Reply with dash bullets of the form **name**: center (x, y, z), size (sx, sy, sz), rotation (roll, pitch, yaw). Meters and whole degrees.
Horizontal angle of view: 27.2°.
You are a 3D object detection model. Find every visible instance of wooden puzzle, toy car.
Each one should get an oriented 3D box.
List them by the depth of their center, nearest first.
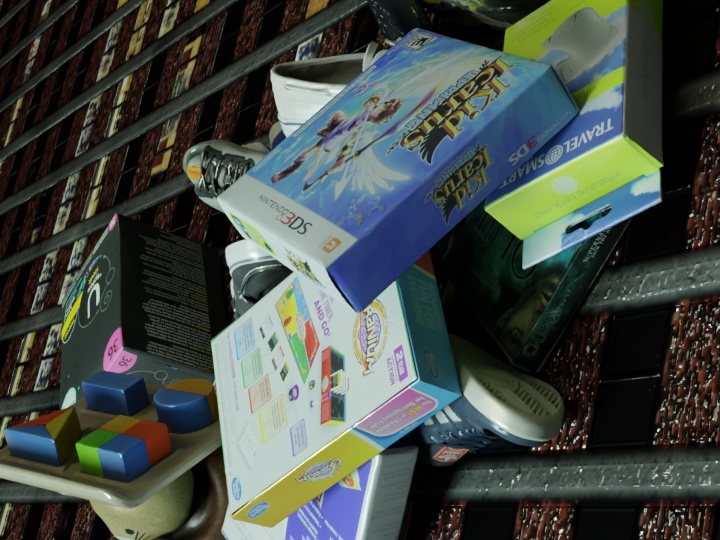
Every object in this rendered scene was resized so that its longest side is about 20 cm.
- **wooden puzzle**: center (-0.201, 0.129, 1.251), size (0.184, 0.200, 0.047), rotation (5, 111, 36)
- **toy car**: center (-0.185, 0.211, 1.284), size (0.164, 0.199, 0.159), rotation (-3, 69, 62)

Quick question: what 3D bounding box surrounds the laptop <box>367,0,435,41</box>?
- **laptop**: center (0.013, -0.154, 1.274), size (0.103, 0.201, 0.177), rotation (-31, 30, -5)

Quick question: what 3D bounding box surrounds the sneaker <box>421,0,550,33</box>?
- **sneaker**: center (0.101, -0.243, 1.203), size (0.200, 0.074, 0.085), rotation (27, 95, 64)

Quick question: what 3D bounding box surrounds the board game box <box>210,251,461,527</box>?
- **board game box**: center (-0.024, 0.067, 1.043), size (0.200, 0.040, 0.154), rotation (-38, 46, 34)

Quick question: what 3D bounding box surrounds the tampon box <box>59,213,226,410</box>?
- **tampon box**: center (-0.227, 0.073, 1.544), size (0.150, 0.126, 0.201), rotation (-53, 31, 32)

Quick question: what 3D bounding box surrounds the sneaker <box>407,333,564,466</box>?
- **sneaker**: center (0.074, 0.102, 1.024), size (0.200, 0.075, 0.085), rotation (-147, 72, -69)

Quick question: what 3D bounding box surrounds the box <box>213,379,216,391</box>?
- **box**: center (-0.073, 0.093, 1.340), size (0.200, 0.035, 0.111), rotation (16, 86, 64)

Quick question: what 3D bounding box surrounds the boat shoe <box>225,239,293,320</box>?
- **boat shoe**: center (-0.077, 0.021, 1.216), size (0.200, 0.069, 0.067), rotation (128, 134, -73)

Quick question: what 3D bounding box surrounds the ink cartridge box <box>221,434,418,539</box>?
- **ink cartridge box**: center (-0.036, 0.168, 1.128), size (0.198, 0.043, 0.201), rotation (45, 128, 50)

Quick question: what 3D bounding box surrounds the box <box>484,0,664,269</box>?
- **box**: center (0.147, -0.110, 1.009), size (0.122, 0.048, 0.201), rotation (-29, 38, 39)

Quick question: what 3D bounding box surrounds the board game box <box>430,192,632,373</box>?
- **board game box**: center (0.115, -0.032, 1.078), size (0.136, 0.028, 0.200), rotation (-61, 27, 16)

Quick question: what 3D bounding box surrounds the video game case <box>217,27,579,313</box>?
- **video game case**: center (0.019, -0.077, 1.008), size (0.200, 0.046, 0.181), rotation (-42, 32, -10)

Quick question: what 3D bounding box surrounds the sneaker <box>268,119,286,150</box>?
- **sneaker**: center (-0.044, -0.077, 1.349), size (0.115, 0.080, 0.200), rotation (-119, 40, -67)

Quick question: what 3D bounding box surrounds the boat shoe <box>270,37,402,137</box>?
- **boat shoe**: center (0.023, -0.147, 1.151), size (0.199, 0.066, 0.072), rotation (-2, 34, 28)

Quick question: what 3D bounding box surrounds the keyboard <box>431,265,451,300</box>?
- **keyboard**: center (0.000, 0.000, 1.108), size (0.200, 0.039, 0.105), rotation (26, 97, 62)

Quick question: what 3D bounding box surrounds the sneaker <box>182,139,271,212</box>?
- **sneaker**: center (-0.103, -0.072, 1.271), size (0.200, 0.079, 0.074), rotation (-151, 73, -69)
